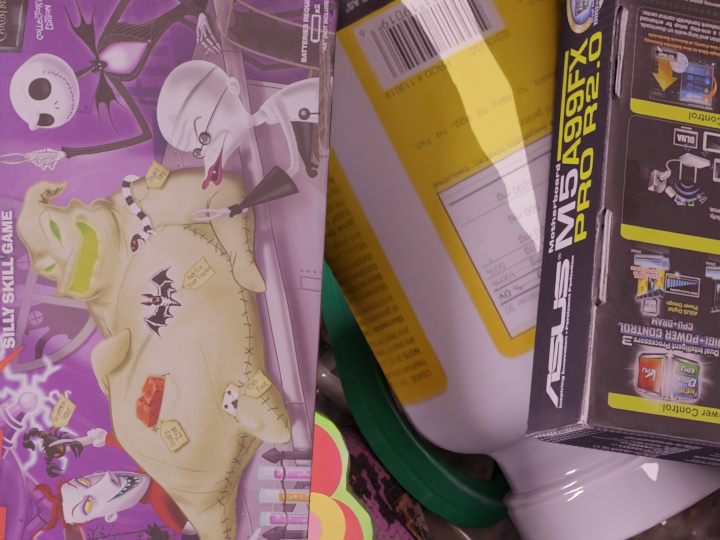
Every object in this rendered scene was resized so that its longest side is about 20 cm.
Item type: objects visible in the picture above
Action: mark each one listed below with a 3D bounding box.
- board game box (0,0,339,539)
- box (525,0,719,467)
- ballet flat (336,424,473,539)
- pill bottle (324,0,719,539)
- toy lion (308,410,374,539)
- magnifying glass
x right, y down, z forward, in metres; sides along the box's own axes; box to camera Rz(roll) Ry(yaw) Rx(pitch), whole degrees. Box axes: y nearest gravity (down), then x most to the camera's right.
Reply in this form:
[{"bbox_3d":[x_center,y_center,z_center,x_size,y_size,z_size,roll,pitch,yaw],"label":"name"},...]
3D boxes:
[{"bbox_3d":[-0.070,0.014,0.655,0.119,0.032,0.202,2,94,-8],"label":"board game box"},{"bbox_3d":[0.154,-0.016,0.689,0.198,0.044,0.162,8,80,-16],"label":"box"},{"bbox_3d":[0.034,0.139,0.762,0.071,0.069,0.201,-22,79,-36],"label":"ballet flat"},{"bbox_3d":[0.046,-0.013,0.735,0.112,0.112,0.201,-27,91,-23],"label":"pill bottle"},{"bbox_3d":[-0.102,0.100,0.704,0.199,0.069,0.193,17,75,-2],"label":"toy lion"},{"bbox_3d":[0.000,0.000,0.800,0.079,0.022,0.201,-8,62,-56],"label":"magnifying glass"}]
